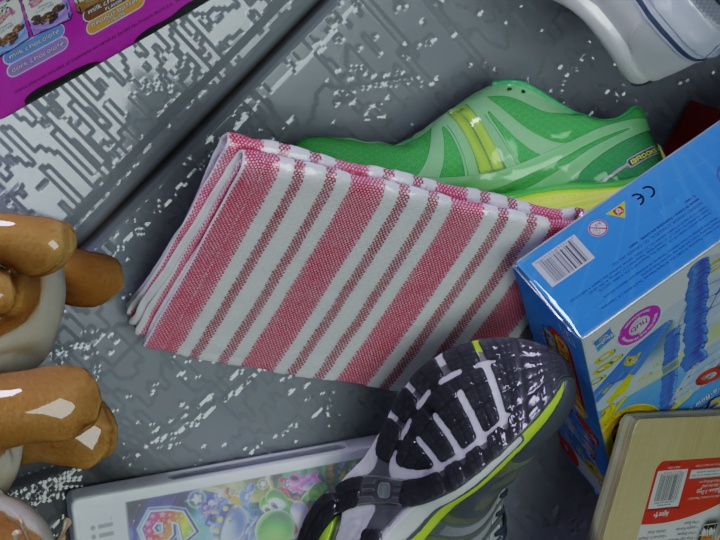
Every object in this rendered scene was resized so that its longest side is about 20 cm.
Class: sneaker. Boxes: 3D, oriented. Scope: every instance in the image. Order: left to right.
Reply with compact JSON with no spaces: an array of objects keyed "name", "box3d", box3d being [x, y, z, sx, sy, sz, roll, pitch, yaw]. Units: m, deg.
[{"name":"sneaker","box3d":[0.046,0.106,1.039,0.080,0.074,0.200,12,134,-36]},{"name":"sneaker","box3d":[0.058,-0.052,1.053,0.198,0.074,0.084,1,65,-10]},{"name":"sneaker","box3d":[0.095,-0.170,0.987,0.071,0.073,0.200,-33,99,34]}]

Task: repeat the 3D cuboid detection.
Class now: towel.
[{"name":"towel","box3d":[0.000,0.000,1.019,0.198,0.030,0.147,11,138,-23]}]

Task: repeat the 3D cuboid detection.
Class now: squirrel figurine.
[{"name":"squirrel figurine","box3d":[-0.209,0.070,0.932,0.198,0.142,0.188,6,84,-3]}]

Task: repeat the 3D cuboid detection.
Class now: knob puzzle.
[{"name":"knob puzzle","box3d":[0.166,0.165,1.106,0.219,0.030,0.221,-20,121,-38]}]

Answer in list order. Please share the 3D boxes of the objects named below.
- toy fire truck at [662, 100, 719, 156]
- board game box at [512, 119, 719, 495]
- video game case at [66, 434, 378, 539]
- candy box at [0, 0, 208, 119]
[{"name":"toy fire truck","box3d":[0.188,-0.154,1.075,0.141,0.049,0.201,31,91,-24]},{"name":"board game box","box3d":[0.184,0.010,1.057,0.199,0.056,0.196,-35,147,-8]},{"name":"video game case","box3d":[-0.048,0.167,1.090,0.198,0.018,0.144,-9,107,-17]},{"name":"candy box","box3d":[-0.139,-0.183,0.893,0.136,0.061,0.201,-32,139,-22]}]
